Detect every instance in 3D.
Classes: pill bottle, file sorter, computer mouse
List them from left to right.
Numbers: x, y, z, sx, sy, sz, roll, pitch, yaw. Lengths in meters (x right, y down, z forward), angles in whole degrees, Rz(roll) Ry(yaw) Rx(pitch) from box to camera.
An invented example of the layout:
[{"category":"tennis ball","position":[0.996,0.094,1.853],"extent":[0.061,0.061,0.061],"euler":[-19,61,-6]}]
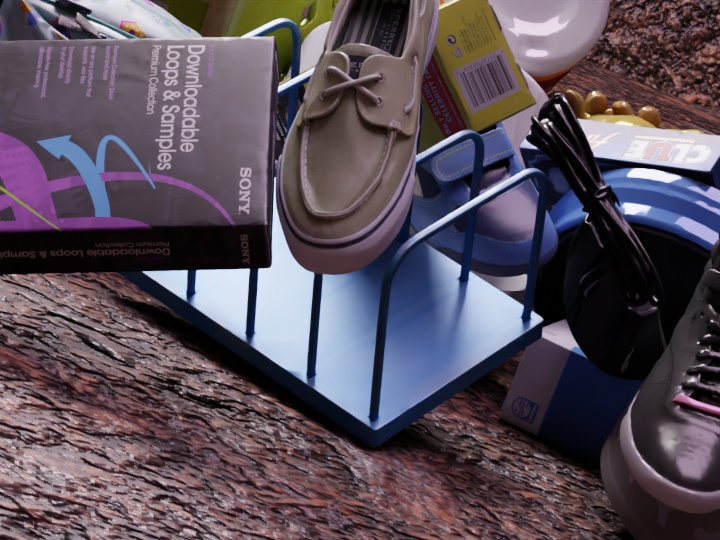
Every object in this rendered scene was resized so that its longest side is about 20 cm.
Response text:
[{"category":"file sorter","position":[-0.014,-0.028,1.549],"extent":[0.200,0.123,0.138],"euler":[33,46,30]},{"category":"pill bottle","position":[0.083,-0.156,1.942],"extent":[0.114,0.115,0.200],"euler":[20,-20,-11]},{"category":"computer mouse","position":[0.121,-0.013,1.579],"extent":[0.200,0.046,0.141],"euler":[67,-2,-72]}]

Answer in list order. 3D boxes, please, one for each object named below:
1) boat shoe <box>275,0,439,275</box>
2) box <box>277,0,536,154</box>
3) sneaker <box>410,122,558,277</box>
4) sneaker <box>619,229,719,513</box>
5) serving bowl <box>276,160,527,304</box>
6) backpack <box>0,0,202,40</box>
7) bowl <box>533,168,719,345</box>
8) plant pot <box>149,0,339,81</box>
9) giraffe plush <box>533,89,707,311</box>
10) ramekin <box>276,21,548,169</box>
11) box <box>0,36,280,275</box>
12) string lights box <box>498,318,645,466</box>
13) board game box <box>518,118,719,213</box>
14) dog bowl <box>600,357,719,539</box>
[{"category":"boat shoe","position":[-0.003,-0.089,1.464],"extent":[0.071,0.062,0.201],"euler":[4,52,10]},{"category":"box","position":[0.018,-0.098,1.636],"extent":[0.050,0.076,0.200],"euler":[-27,5,-30]},{"category":"sneaker","position":[0.051,-0.082,1.714],"extent":[0.074,0.082,0.200],"euler":[-23,63,-26]},{"category":"sneaker","position":[0.188,0.039,1.480],"extent":[0.070,0.100,0.200],"euler":[22,33,7]},{"category":"serving bowl","position":[0.000,0.000,1.740],"extent":[0.199,0.066,0.200],"euler":[22,11,-4]},{"category":"backpack","position":[-0.174,-0.100,1.703],"extent":[0.199,0.167,0.127],"euler":[22,30,-18]},{"category":"bowl","position":[0.192,0.028,1.734],"extent":[0.200,0.201,0.039],"euler":[26,53,16]},{"category":"plant pot","position":[-0.129,-0.160,1.925],"extent":[0.198,0.201,0.181],"euler":[25,17,12]},{"category":"giraffe plush","position":[0.172,-0.029,1.955],"extent":[0.200,0.163,0.172],"euler":[32,15,37]},{"category":"ramekin","position":[0.033,-0.081,1.872],"extent":[0.199,0.098,0.201],"euler":[17,-20,6]},{"category":"box","position":[-0.141,-0.061,1.470],"extent":[0.199,0.036,0.144],"euler":[0,46,0]},{"category":"string lights box","position":[0.191,0.096,1.679],"extent":[0.199,0.059,0.103],"euler":[26,12,15]},{"category":"board game box","position":[0.186,-0.001,1.771],"extent":[0.135,0.201,0.035],"euler":[9,46,35]},{"category":"dog bowl","position":[0.231,0.105,1.546],"extent":[0.199,0.059,0.201],"euler":[11,32,-7]}]
